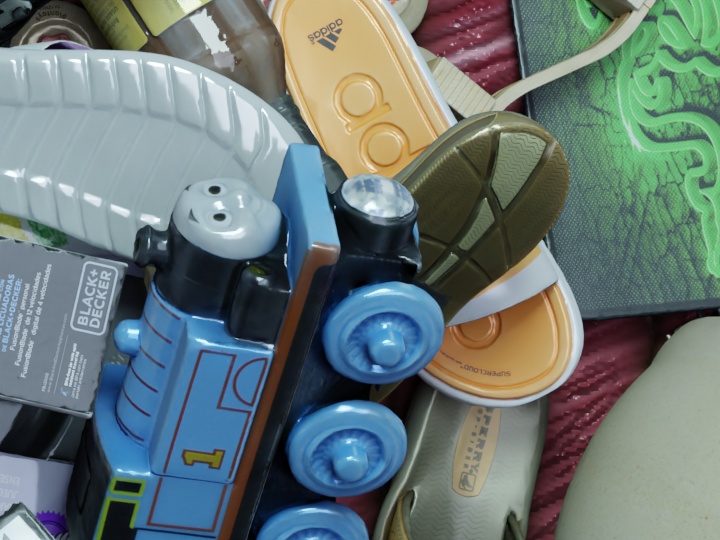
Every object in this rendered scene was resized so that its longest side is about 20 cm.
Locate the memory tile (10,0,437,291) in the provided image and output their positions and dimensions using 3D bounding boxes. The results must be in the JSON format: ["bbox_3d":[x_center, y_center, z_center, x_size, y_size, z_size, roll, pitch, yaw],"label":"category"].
[{"bbox_3d":[-0.049,-0.057,1.281,0.200,0.017,0.153,-14,93,-20],"label":"memory tile"}]

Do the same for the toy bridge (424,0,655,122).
[{"bbox_3d":[0.100,-0.137,1.320,0.067,0.027,0.200,39,71,-12],"label":"toy bridge"}]

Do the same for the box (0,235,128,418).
[{"bbox_3d":[-0.198,0.002,1.117,0.200,0.117,0.060,14,88,-16],"label":"box"}]

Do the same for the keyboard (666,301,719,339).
[{"bbox_3d":[0.213,0.061,1.368,0.127,0.021,0.200,-20,94,-19],"label":"keyboard"}]

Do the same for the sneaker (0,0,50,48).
[{"bbox_3d":[-0.147,-0.119,1.187,0.200,0.070,0.100,-1,104,22],"label":"sneaker"}]

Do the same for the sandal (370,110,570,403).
[{"bbox_3d":[0.000,0.000,1.200,0.200,0.054,0.080,-41,125,19],"label":"sandal"}]

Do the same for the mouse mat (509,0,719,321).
[{"bbox_3d":[0.147,-0.081,1.345,0.161,0.008,0.200,-6,82,-19],"label":"mouse mat"}]

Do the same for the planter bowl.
[{"bbox_3d":[0.156,0.138,1.244,0.135,0.200,0.200,-40,101,-21],"label":"planter bowl"}]

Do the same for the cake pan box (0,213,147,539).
[{"bbox_3d":[-0.186,0.025,1.203,0.200,0.052,0.184,13,88,-15],"label":"cake pan box"}]

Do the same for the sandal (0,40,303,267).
[{"bbox_3d":[-0.114,-0.054,1.172,0.203,0.050,0.083,12,105,-2],"label":"sandal"}]

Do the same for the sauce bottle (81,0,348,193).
[{"bbox_3d":[-0.075,-0.105,1.228,0.065,0.065,0.200,-30,85,-18],"label":"sauce bottle"}]

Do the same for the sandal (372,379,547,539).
[{"bbox_3d":[0.043,0.128,1.278,0.080,0.054,0.200,14,83,-19],"label":"sandal"}]

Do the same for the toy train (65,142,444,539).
[{"bbox_3d":[-0.042,0.045,1.134,0.114,0.087,0.200,7,126,-16],"label":"toy train"}]

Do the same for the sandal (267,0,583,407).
[{"bbox_3d":[0.016,-0.031,1.246,0.079,0.059,0.207,-31,89,10],"label":"sandal"}]

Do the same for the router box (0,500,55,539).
[{"bbox_3d":[-0.170,0.174,1.132,0.149,0.200,0.051,-39,79,-16],"label":"router box"}]
